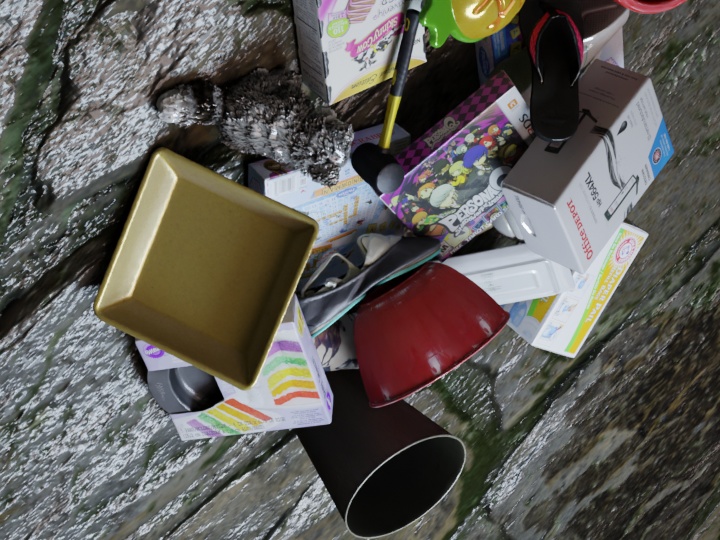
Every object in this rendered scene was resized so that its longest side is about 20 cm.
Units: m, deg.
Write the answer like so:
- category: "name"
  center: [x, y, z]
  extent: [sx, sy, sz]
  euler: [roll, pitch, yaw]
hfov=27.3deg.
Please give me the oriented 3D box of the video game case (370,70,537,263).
- category: "video game case"
  center: [0.128, -0.116, 1.727]
  extent: [0.199, 0.036, 0.181]
  euler: [-38, 143, 7]

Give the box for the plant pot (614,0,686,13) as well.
- category: "plant pot"
  center: [0.294, -0.412, 1.647]
  extent: [0.199, 0.182, 0.202]
  euler: [-22, 132, -26]

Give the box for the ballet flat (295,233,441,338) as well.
- category: "ballet flat"
  center: [0.000, 0.000, 1.713]
  extent: [0.199, 0.073, 0.073]
  euler: [-33, 136, -8]

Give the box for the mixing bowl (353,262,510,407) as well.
- category: "mixing bowl"
  center: [0.066, 0.060, 1.743]
  extent: [0.199, 0.200, 0.109]
  euler: [-34, 96, -15]

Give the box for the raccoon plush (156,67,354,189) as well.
- category: "raccoon plush"
  center: [-0.102, -0.137, 1.559]
  extent: [0.198, 0.134, 0.098]
  euler: [-16, 131, -30]

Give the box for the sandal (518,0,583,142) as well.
- category: "sandal"
  center: [0.221, -0.244, 1.670]
  extent: [0.074, 0.203, 0.045]
  euler: [0, 162, -4]

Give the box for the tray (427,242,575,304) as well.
- category: "tray"
  center: [0.169, 0.015, 1.894]
  extent: [0.197, 0.022, 0.108]
  euler: [-11, 138, 14]

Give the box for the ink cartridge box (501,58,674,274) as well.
- category: "ink cartridge box"
  center: [0.268, -0.119, 1.734]
  extent: [0.201, 0.084, 0.146]
  euler: [-53, 142, -15]

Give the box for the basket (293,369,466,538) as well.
- category: "basket"
  center: [0.004, 0.210, 1.855]
  extent: [0.179, 0.200, 0.137]
  euler: [-27, 135, -19]

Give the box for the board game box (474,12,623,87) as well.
- category: "board game box"
  center: [0.231, -0.276, 1.800]
  extent: [0.198, 0.041, 0.202]
  euler: [-30, 135, -18]

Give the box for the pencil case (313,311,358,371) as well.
- category: "pencil case"
  center: [-0.018, 0.091, 1.839]
  extent: [0.198, 0.079, 0.089]
  euler: [-1, 152, -40]

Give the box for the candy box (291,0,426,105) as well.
- category: "candy box"
  center: [-0.003, -0.295, 1.580]
  extent: [0.135, 0.061, 0.202]
  euler: [-27, 134, -22]

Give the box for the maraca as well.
- category: "maraca"
  center: [0.117, -0.314, 1.613]
  extent: [0.199, 0.106, 0.139]
  euler: [-30, 123, -51]

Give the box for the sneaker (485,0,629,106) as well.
- category: "sneaker"
  center: [0.237, -0.250, 1.750]
  extent: [0.200, 0.071, 0.080]
  euler: [-39, 142, 3]

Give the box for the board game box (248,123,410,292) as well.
- category: "board game box"
  center: [-0.038, -0.055, 1.731]
  extent: [0.198, 0.041, 0.202]
  euler: [-18, 130, -29]

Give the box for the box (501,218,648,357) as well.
- category: "box"
  center: [0.275, -0.002, 1.987]
  extent: [0.101, 0.112, 0.202]
  euler: [17, 107, -45]

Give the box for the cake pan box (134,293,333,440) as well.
- category: "cake pan box"
  center: [-0.146, 0.113, 1.705]
  extent: [0.197, 0.053, 0.186]
  euler: [-6, 133, 10]

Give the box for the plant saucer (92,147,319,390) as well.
- category: "plant saucer"
  center: [-0.163, -0.004, 1.594]
  extent: [0.048, 0.198, 0.202]
  euler: [-38, 153, -78]

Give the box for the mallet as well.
- category: "mallet"
  center: [0.031, -0.189, 1.625]
  extent: [0.041, 0.066, 0.203]
  euler: [-1, 109, -32]

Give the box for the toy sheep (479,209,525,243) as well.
- category: "toy sheep"
  center: [0.223, -0.099, 1.865]
  extent: [0.198, 0.139, 0.138]
  euler: [-24, 139, 13]
